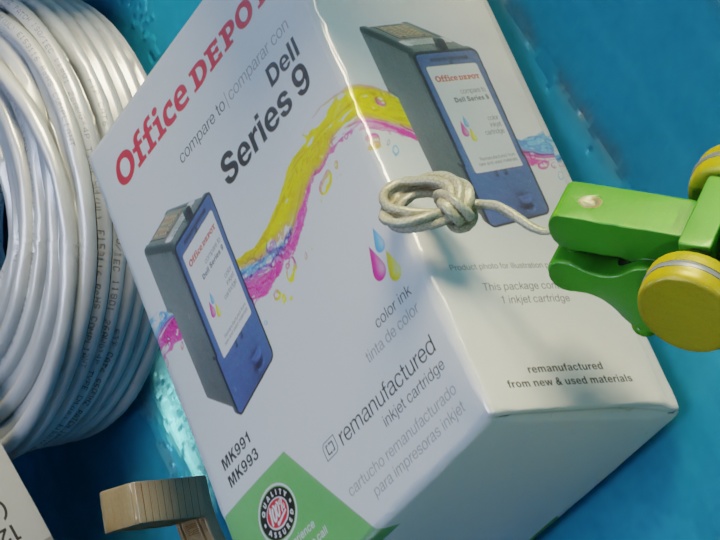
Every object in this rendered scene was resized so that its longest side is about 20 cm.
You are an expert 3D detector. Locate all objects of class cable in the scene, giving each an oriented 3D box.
[{"bbox_3d":[-0.152,-0.020,1.055,0.199,0.069,0.202,-3,89,50],"label":"cable"}]

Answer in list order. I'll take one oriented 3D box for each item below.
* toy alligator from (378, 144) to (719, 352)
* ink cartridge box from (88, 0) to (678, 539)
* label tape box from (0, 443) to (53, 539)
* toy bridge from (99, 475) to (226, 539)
[{"bbox_3d":[0.099,0.001,0.734,0.199,0.059,0.054,4,134,30],"label":"toy alligator"},{"bbox_3d":[0.000,0.000,0.853,0.145,0.087,0.201,-46,55,41],"label":"ink cartridge box"},{"bbox_3d":[-0.174,0.142,1.030,0.143,0.066,0.201,-34,83,55],"label":"label tape box"},{"bbox_3d":[-0.046,0.175,0.927,0.027,0.067,0.202,-25,73,48],"label":"toy bridge"}]
